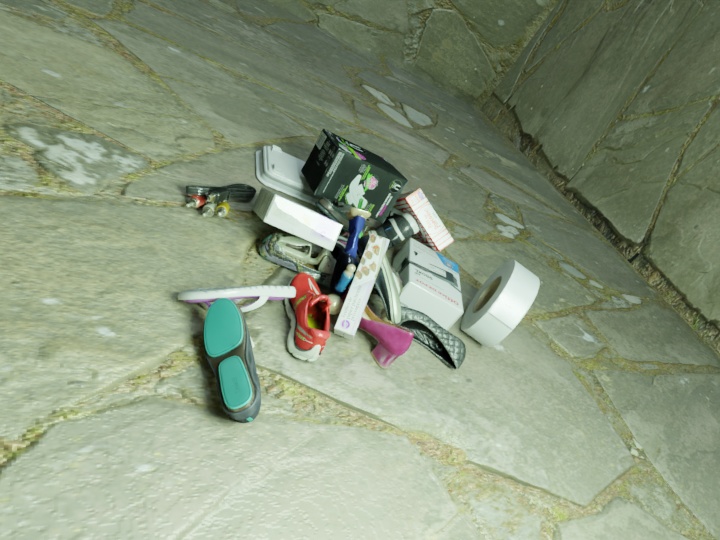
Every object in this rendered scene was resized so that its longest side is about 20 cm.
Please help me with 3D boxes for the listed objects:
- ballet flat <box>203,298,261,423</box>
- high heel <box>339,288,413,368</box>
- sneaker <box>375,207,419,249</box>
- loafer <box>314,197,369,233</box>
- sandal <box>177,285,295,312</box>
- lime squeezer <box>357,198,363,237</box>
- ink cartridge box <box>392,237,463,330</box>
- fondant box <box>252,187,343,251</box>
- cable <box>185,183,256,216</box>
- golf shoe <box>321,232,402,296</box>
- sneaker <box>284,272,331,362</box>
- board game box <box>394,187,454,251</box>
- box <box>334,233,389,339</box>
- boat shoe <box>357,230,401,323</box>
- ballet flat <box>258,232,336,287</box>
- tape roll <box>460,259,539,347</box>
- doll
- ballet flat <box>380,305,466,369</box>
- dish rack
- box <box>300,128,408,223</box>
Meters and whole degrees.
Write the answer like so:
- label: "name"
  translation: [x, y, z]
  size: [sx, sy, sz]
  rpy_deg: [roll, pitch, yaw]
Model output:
- label: "ballet flat"
  translation: [-0.180, 0.130, 0.754]
  size: [0.073, 0.073, 0.200]
  rpy_deg: [12, 37, -36]
- label: "high heel"
  translation: [0.023, 0.081, 0.998]
  size: [0.067, 0.096, 0.200]
  rpy_deg: [5, 42, -42]
- label: "sneaker"
  translation: [0.063, -0.101, 1.332]
  size: [0.073, 0.112, 0.200]
  rpy_deg: [59, -7, -12]
- label: "loafer"
  translation: [-0.037, -0.127, 1.193]
  size: [0.072, 0.063, 0.200]
  rpy_deg: [43, 3, 26]
- label: "sandal"
  translation: [-0.192, 0.050, 0.861]
  size: [0.202, 0.082, 0.050]
  rpy_deg: [-2, 89, -38]
- label: "lime squeezer"
  translation: [0.003, -0.060, 1.186]
  size: [0.038, 0.200, 0.071]
  rpy_deg: [-22, 15, -25]
- label: "ink cartridge box"
  translation: [0.150, 0.033, 1.212]
  size: [0.144, 0.084, 0.200]
  rpy_deg: [29, 31, -12]
- label: "fondant box"
  translation: [-0.132, -0.107, 1.065]
  size: [0.144, 0.058, 0.200]
  rpy_deg: [23, 6, -21]
- label: "cable"
  translation: [-0.288, -0.149, 1.085]
  size: [0.097, 0.050, 0.200]
  rpy_deg: [19, 17, 5]
- label: "golf shoe"
  translation: [0.000, 0.000, 1.126]
  size: [0.200, 0.073, 0.092]
  rpy_deg: [40, 39, 23]
- label: "sneaker"
  translation: [-0.081, 0.067, 0.923]
  size: [0.077, 0.085, 0.200]
  rpy_deg: [20, 33, -27]
- label: "board game box"
  translation: [0.146, -0.125, 1.325]
  size: [0.152, 0.046, 0.200]
  rpy_deg: [56, -6, -8]
- label: "box"
  translation: [0.004, 0.028, 0.983]
  size: [0.039, 0.041, 0.200]
  rpy_deg: [19, 69, 5]
- label: "boat shoe"
  translation: [0.033, 0.016, 1.048]
  size: [0.075, 0.062, 0.200]
  rpy_deg: [53, 18, -68]
- label: "ballet flat"
  translation: [-0.099, -0.022, 1.048]
  size: [0.200, 0.072, 0.072]
  rpy_deg: [23, 32, -22]
- label: "tape roll"
  translation: [0.316, 0.075, 1.207]
  size: [0.071, 0.203, 0.202]
  rpy_deg: [37, 29, -1]
- label: "doll"
  translation: [-0.028, -0.013, 1.002]
  size: [0.048, 0.200, 0.136]
  rpy_deg: [15, -7, -8]
- label: "ballet flat"
  translation: [0.130, 0.131, 1.073]
  size: [0.200, 0.066, 0.057]
  rpy_deg: [30, 46, -7]
- label: "dish rack"
  translation: [-0.162, -0.243, 1.326]
  size: [0.200, 0.044, 0.172]
  rpy_deg: [21, 32, -27]
- label: "box"
  translation: [-0.016, -0.227, 1.271]
  size: [0.200, 0.124, 0.149]
  rpy_deg: [20, 23, -30]
